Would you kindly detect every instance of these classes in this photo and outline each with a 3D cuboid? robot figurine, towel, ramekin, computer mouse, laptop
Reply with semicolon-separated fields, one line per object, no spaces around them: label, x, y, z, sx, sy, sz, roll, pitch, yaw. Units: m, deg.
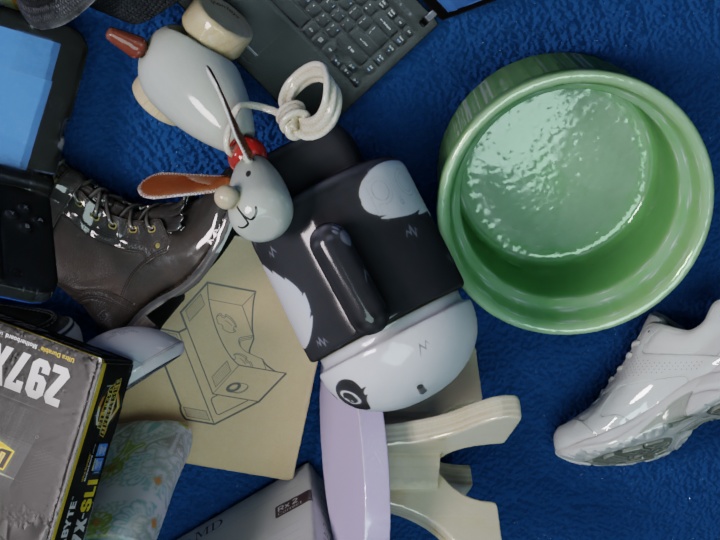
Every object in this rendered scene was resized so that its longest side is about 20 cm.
robot figurine;-0.002;0.001;1.156;0.125;0.150;0.201;-30;85;44
towel;-0.234;0.182;1.230;0.199;0.171;0.048;-12;119;14
ramekin;0.149;-0.063;1.213;0.199;0.098;0.201;-2;113;-4
computer mouse;-0.203;0.083;1.205;0.200;0.110;0.044;-33;87;37
laptop;-0.018;-0.202;1.139;0.200;0.103;0.177;-42;109;12

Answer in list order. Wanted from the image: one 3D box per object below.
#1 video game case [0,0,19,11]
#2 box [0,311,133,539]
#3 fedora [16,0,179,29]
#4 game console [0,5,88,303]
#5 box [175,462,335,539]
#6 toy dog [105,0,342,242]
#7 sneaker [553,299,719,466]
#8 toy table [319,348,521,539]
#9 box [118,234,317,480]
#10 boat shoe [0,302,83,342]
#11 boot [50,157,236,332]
video game case;-0.332;-0.219;1.109;0.181;0.023;0.200;-14;137;1
box;-0.268;0.108;1.145;0.199;0.049;0.160;18;91;23
fedora;-0.141;-0.234;1.093;0.091;0.201;0.201;27;110;-37
game console;-0.282;-0.090;1.083;0.199;0.171;0.119;13;127;-26
box;-0.067;0.302;1.331;0.199;0.131;0.200;-32;111;9
toy dog;-0.112;-0.110;1.116;0.096;0.200;0.132;12;108;-39
sneaker;0.233;0.087;1.303;0.200;0.100;0.078;-30;151;29
toy table;0.041;0.136;1.251;0.117;0.184;0.201;1;73;-14
box;-0.112;0.060;1.284;0.163;0.021;0.201;11;111;-7
boat shoe;-0.305;0.040;1.221;0.199;0.072;0.071;-2;111;11
boot;-0.186;-0.044;1.195;0.174;0.069;0.200;39;114;-4
